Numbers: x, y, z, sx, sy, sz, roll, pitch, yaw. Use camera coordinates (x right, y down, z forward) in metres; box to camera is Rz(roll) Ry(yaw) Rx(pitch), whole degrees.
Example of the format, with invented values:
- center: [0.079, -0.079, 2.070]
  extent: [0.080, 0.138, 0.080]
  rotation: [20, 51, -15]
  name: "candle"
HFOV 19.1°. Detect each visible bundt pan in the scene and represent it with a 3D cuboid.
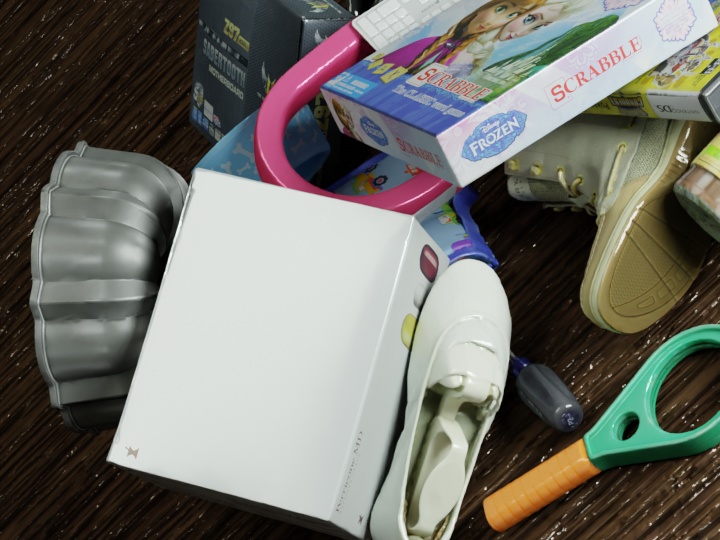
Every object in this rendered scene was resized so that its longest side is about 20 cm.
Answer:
- center: [-0.153, 0.012, 1.459]
  extent: [0.076, 0.202, 0.202]
  rotation: [-2, 55, 14]
  name: "bundt pan"

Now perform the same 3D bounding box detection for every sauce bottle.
- center: [0.277, -0.103, 1.310]
  extent: [0.200, 0.065, 0.065]
  rotation: [-49, 36, -2]
  name: "sauce bottle"

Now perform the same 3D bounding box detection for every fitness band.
- center: [0.017, -0.107, 1.492]
  extent: [0.144, 0.037, 0.200]
  rotation: [42, 65, 17]
  name: "fitness band"

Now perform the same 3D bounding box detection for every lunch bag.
- center: [0.000, 0.000, 1.517]
  extent: [0.200, 0.094, 0.151]
  rotation: [-41, 36, 8]
  name: "lunch bag"

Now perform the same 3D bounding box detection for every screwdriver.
- center: [0.099, 0.055, 1.423]
  extent: [0.028, 0.029, 0.200]
  rotation: [-49, 28, 6]
  name: "screwdriver"

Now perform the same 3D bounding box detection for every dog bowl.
- center: [-0.093, -0.052, 1.584]
  extent: [0.111, 0.050, 0.200]
  rotation: [-34, -11, -47]
  name: "dog bowl"

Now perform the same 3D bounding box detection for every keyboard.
- center: [0.089, -0.210, 1.520]
  extent: [0.200, 0.011, 0.056]
  rotation: [-34, 66, -13]
  name: "keyboard"

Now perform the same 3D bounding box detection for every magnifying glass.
- center: [0.158, 0.101, 1.312]
  extent: [0.200, 0.022, 0.080]
  rotation: [-36, 39, 23]
  name: "magnifying glass"

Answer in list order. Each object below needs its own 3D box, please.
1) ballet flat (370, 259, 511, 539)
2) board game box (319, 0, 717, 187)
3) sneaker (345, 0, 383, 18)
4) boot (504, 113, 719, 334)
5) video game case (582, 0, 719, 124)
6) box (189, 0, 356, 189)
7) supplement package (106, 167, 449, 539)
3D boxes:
- center: [0.059, 0.093, 1.360]
  extent: [0.069, 0.069, 0.201]
  rotation: [16, 89, 52]
  name: "ballet flat"
- center: [0.097, -0.138, 1.390]
  extent: [0.199, 0.041, 0.200]
  rotation: [-32, 23, -13]
  name: "board game box"
- center: [0.050, -0.249, 1.642]
  extent: [0.073, 0.112, 0.200]
  rotation: [-7, 56, 42]
  name: "sneaker"
- center: [0.155, -0.046, 1.396]
  extent: [0.154, 0.072, 0.200]
  rotation: [0, 56, 47]
  name: "boot"
- center: [0.231, -0.168, 1.384]
  extent: [0.200, 0.026, 0.181]
  rotation: [-43, 25, -20]
  name: "video game case"
- center: [-0.073, -0.156, 1.685]
  extent: [0.200, 0.051, 0.158]
  rotation: [44, 132, 53]
  name: "box"
- center: [-0.049, 0.056, 1.384]
  extent: [0.155, 0.111, 0.201]
  rotation: [13, 80, 18]
  name: "supplement package"
